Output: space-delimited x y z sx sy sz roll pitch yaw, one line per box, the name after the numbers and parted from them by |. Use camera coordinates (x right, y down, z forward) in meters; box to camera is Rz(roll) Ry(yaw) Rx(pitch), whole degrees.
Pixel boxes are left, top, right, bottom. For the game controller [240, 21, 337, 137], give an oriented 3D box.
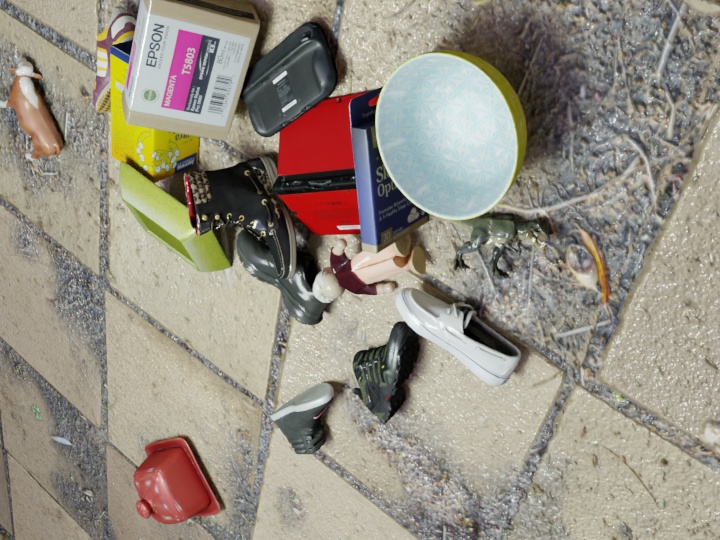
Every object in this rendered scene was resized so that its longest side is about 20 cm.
-0.108 -0.274 1.169 0.198 0.042 0.106 -23 93 46 | game controller

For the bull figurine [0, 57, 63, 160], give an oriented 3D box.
-0.668 -0.320 1.612 0.120 0.065 0.204 -10 104 47 | bull figurine

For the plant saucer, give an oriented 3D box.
-0.329 -0.077 1.383 0.198 0.048 0.201 35 164 14 | plant saucer

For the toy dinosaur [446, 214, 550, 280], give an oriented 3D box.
0.165 -0.039 1.065 0.197 0.047 0.091 17 109 34 | toy dinosaur

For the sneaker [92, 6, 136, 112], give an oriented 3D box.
-0.423 -0.361 1.383 0.200 0.074 0.092 -44 68 44 | sneaker

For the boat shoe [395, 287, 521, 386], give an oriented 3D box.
0.142 0.077 1.138 0.198 0.074 0.066 35 127 8 | boat shoe

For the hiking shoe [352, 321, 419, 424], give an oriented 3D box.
0.029 0.152 1.263 0.099 0.076 0.203 29 130 20 | hiking shoe

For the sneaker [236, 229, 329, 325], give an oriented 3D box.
-0.120 -0.007 1.318 0.199 0.076 0.091 42 124 6 | sneaker

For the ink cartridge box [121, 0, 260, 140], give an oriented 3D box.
-0.253 -0.305 1.176 0.203 0.161 0.076 -66 33 34 | ink cartridge box

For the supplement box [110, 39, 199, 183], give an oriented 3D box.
-0.338 -0.269 1.325 0.108 0.108 0.204 31 130 24 | supplement box

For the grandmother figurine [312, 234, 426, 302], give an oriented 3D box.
0.000 0.000 1.201 0.198 0.061 0.122 -25 111 40 | grandmother figurine

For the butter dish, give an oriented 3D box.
-0.444 0.502 1.811 0.198 0.147 0.203 -19 99 45 | butter dish

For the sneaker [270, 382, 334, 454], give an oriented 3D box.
-0.082 0.270 1.432 0.100 0.070 0.199 55 141 -1 | sneaker

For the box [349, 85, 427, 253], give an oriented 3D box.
0.040 -0.139 1.061 0.032 0.120 0.205 14 121 38 | box

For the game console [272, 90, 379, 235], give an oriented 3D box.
-0.025 -0.150 1.186 0.197 0.121 0.173 1 145 40 | game console

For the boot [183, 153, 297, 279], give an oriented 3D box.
-0.184 -0.075 1.234 0.073 0.147 0.205 -30 72 64 | boot

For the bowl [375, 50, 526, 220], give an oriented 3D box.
0.126 -0.176 0.977 0.197 0.107 0.205 20 125 31 | bowl
